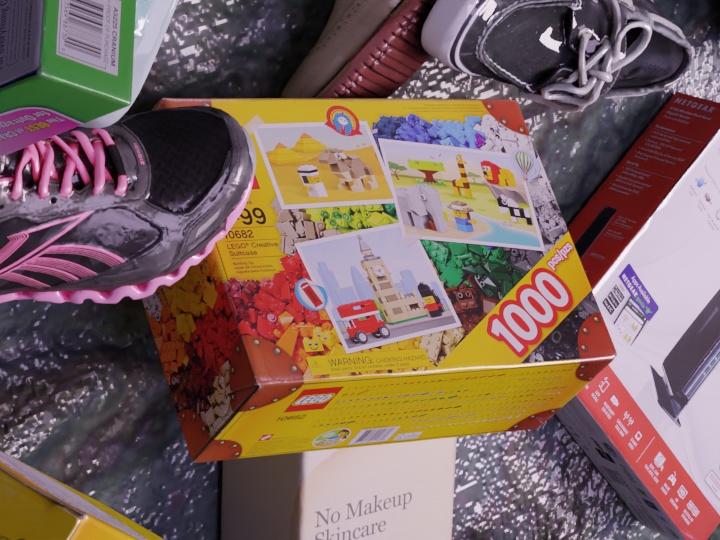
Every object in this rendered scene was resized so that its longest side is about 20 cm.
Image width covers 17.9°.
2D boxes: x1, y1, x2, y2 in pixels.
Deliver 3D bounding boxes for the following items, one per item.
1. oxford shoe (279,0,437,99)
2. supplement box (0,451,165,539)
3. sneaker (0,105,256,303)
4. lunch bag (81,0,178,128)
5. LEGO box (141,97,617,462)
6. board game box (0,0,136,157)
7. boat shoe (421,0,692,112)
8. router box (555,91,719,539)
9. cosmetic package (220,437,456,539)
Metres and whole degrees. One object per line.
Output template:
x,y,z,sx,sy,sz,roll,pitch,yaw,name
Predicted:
0.016,-0.150,1.109,0.200,0.075,0.070,-51,168,2,oxford shoe
-0.144,0.150,0.997,0.110,0.109,0.200,-59,153,-7,supplement box
-0.140,-0.030,0.950,0.199,0.079,0.095,-18,153,-7,sneaker
-0.120,-0.165,0.921,0.077,0.160,0.201,18,94,-41,lunch bag
0.000,0.000,1.067,0.200,0.149,0.077,-3,152,-34,LEGO box
-0.159,-0.111,0.851,0.040,0.200,0.154,17,67,-41,board game box
0.105,-0.114,1.140,0.074,0.068,0.199,-56,155,17,boat shoe
0.186,0.031,1.303,0.180,0.049,0.200,-51,129,-14,router box
-0.012,0.119,1.161,0.103,0.073,0.201,-12,113,-36,cosmetic package
